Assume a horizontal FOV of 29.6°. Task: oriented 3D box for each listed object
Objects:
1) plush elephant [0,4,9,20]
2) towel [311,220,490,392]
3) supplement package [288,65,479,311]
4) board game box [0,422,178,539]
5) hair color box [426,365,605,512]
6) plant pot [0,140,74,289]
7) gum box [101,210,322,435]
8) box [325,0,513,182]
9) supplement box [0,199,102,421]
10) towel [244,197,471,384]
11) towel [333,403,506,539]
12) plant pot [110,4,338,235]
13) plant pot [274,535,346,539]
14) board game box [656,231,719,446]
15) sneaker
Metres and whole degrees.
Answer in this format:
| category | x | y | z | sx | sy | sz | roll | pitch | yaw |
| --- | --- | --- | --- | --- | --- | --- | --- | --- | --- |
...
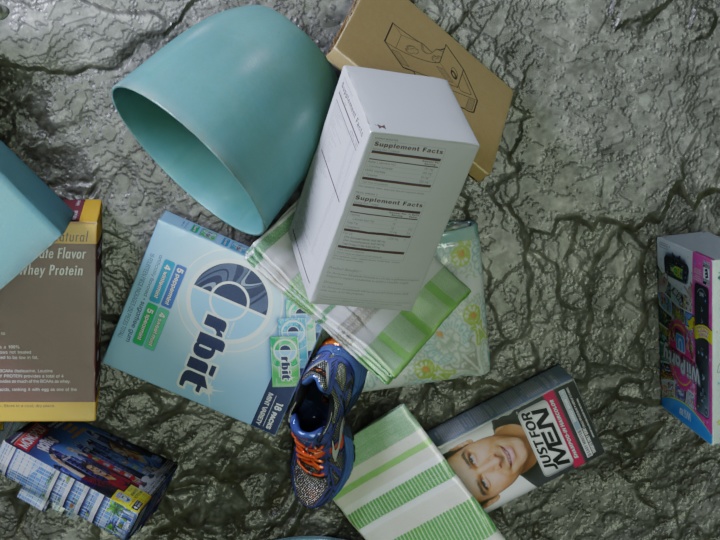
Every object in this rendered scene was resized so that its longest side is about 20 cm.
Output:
| category | x | y | z | sx | sy | sz | roll | pitch | yaw |
| --- | --- | --- | --- | --- | --- | --- | --- | --- | --- |
| plush elephant | -0.414 | -0.192 | 1.315 | 0.155 | 0.164 | 0.201 | -54 | 145 | -31 |
| towel | 0.038 | 0.040 | 1.477 | 0.199 | 0.048 | 0.172 | -7 | 105 | -7 |
| supplement package | 0.018 | -0.075 | 1.287 | 0.109 | 0.114 | 0.201 | 5 | 129 | -21 |
| board game box | -0.305 | 0.201 | 1.402 | 0.199 | 0.200 | 0.062 | 27 | 96 | 1 |
| hair color box | 0.159 | 0.198 | 1.521 | 0.199 | 0.061 | 0.099 | -26 | 105 | -2 |
| plant pot | -0.377 | -0.070 | 1.203 | 0.141 | 0.141 | 0.200 | -41 | 104 | 1 |
| gum box | -0.146 | 0.056 | 1.427 | 0.199 | 0.045 | 0.171 | 24 | 105 | -5 |
| box | 0.066 | -0.199 | 1.382 | 0.200 | 0.164 | 0.021 | 38 | 130 | -14 |
| supplement box | -0.359 | 0.036 | 1.368 | 0.196 | 0.133 | 0.201 | 1 | 102 | -9 |
| towel | 0.000 | 0.000 | 1.394 | 0.200 | 0.031 | 0.149 | 41 | 64 | 5 |
| towel | 0.052 | 0.255 | 1.490 | 0.152 | 0.023 | 0.200 | -34 | 97 | 30 |
| plant pot | -0.116 | -0.161 | 1.339 | 0.201 | 0.200 | 0.161 | 47 | 74 | -15 |
| plant pot | -0.058 | 0.424 | 1.477 | 0.199 | 0.200 | 0.197 | -4 | 111 | -8 |
| board game box | 0.380 | 0.070 | 1.483 | 0.064 | 0.148 | 0.201 | -6 | 102 | -8 |
| sneaker | -0.049 | 0.167 | 1.437 | 0.075 | 0.078 | 0.201 | 19 | 118 | 24 |
